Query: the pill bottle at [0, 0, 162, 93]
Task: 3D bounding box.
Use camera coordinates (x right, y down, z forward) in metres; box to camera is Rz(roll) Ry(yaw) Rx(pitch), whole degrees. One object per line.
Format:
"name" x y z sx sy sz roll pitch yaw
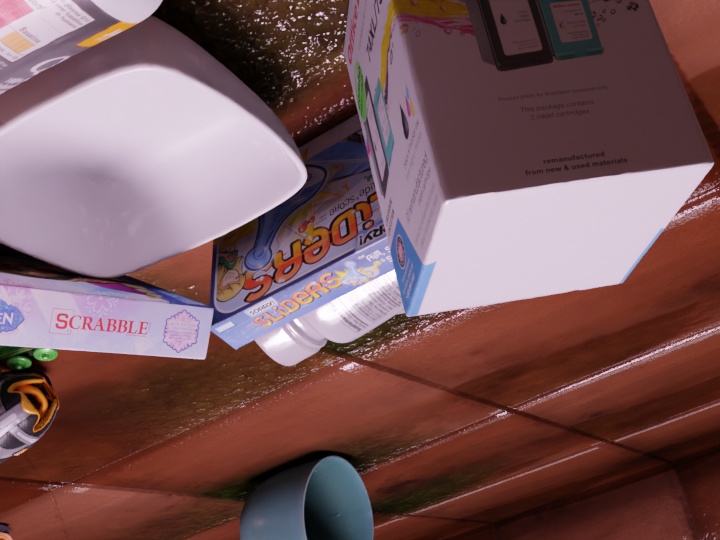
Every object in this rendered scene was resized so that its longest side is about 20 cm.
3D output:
"pill bottle" -0.158 -0.149 0.451 0.198 0.118 0.116 -21 155 15

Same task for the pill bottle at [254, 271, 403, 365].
"pill bottle" 0.000 -0.013 0.804 0.199 0.114 0.113 -32 152 16

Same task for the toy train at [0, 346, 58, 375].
"toy train" -0.306 0.059 0.915 0.198 0.042 0.057 -19 146 10

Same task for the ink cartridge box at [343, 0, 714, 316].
"ink cartridge box" 0.082 -0.102 0.585 0.144 0.202 0.147 -8 156 -9

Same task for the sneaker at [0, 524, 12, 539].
"sneaker" -0.589 0.450 1.550 0.111 0.078 0.200 -9 155 -9

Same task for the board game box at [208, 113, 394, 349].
"board game box" -0.024 -0.041 0.731 0.199 0.136 0.034 -27 135 23

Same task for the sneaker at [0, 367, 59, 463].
"sneaker" -0.320 0.131 0.948 0.077 0.079 0.200 -33 -169 2

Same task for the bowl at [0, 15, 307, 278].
"bowl" -0.155 -0.083 0.648 0.198 0.075 0.199 -22 155 19

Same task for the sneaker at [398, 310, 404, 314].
"sneaker" 0.000 0.000 0.910 0.198 0.076 0.105 -17 161 16

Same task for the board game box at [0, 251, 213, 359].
"board game box" -0.241 0.018 0.725 0.198 0.042 0.199 9 -177 -41

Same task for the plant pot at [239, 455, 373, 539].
"plant pot" -0.098 0.411 1.613 0.160 0.203 0.200 -15 159 29
